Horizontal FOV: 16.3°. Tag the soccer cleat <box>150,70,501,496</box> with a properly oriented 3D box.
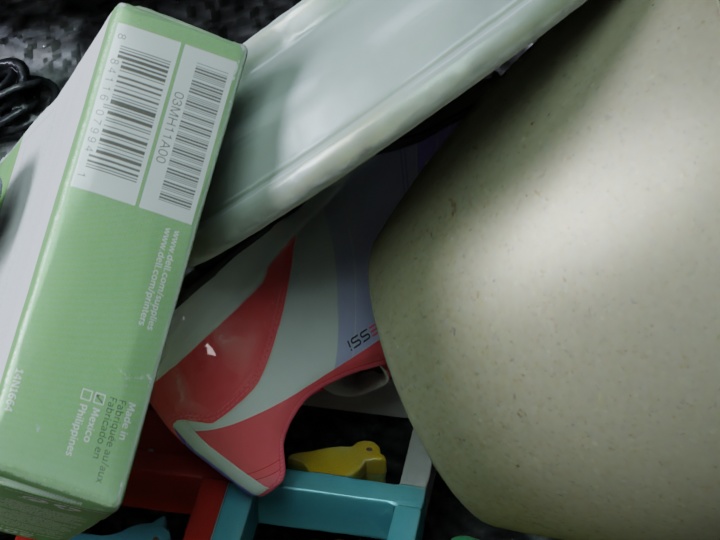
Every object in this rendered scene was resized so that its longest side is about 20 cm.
[{"bbox_3d":[0.000,0.000,0.875,0.073,0.068,0.200,53,51,-3],"label":"soccer cleat"}]

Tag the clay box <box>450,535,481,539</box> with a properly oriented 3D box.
[{"bbox_3d":[0.046,0.192,0.787,0.114,0.048,0.201,15,67,23],"label":"clay box"}]

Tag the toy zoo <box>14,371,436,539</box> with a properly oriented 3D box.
[{"bbox_3d":[-0.042,0.076,0.844,0.130,0.021,0.201,6,40,8],"label":"toy zoo"}]

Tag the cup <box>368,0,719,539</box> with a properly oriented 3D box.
[{"bbox_3d":[0.087,0.009,0.800,0.143,0.200,0.201,-24,59,16],"label":"cup"}]

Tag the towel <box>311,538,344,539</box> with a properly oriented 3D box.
[{"bbox_3d":[-0.101,0.137,0.871,0.199,0.018,0.087,-4,62,13],"label":"towel"}]

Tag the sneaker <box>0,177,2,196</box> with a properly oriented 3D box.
[{"bbox_3d":[-0.173,0.027,0.865,0.073,0.200,0.071,-15,71,-43],"label":"sneaker"}]

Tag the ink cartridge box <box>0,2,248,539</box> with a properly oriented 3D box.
[{"bbox_3d":[-0.098,0.013,0.805,0.048,0.200,0.146,18,74,-12],"label":"ink cartridge box"}]

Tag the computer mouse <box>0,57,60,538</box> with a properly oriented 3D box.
[{"bbox_3d":[-0.175,0.010,0.938,0.140,0.046,0.201,-15,61,6],"label":"computer mouse"}]

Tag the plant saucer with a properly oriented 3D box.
[{"bbox_3d":[0.010,-0.077,0.810,0.200,0.200,0.050,-36,95,-5],"label":"plant saucer"}]
